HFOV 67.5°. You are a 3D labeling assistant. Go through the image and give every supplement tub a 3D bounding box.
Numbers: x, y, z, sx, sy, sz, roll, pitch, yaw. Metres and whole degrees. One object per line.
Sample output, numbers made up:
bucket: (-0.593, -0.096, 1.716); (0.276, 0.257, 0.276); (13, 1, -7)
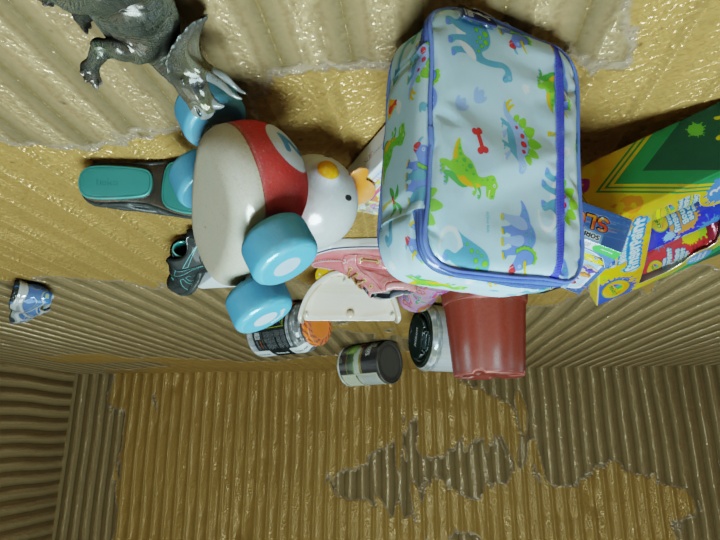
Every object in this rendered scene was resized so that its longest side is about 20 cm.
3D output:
supplement tub: (-0.176, 0.144, 1.328); (0.196, 0.126, 0.122); (-11, 161, 34)

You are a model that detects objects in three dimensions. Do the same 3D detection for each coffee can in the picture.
coffee can: (0.033, 0.336, 1.932); (0.197, 0.150, 0.145); (-14, 159, 40)

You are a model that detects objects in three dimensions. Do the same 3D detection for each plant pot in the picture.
plant pot: (0.261, 0.120, 1.118); (0.195, 0.201, 0.201); (-1, 164, 0)

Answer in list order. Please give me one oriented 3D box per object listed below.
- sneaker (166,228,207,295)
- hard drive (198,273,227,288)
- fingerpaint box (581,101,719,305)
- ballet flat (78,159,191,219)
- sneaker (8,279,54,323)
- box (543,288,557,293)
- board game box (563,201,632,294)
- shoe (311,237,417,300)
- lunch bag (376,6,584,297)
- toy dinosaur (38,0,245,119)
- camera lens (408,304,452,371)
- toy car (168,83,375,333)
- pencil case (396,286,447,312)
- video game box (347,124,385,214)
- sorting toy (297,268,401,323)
sneaker: (-0.287, -0.020, 0.897); (0.078, 0.077, 0.198); (23, 144, -33)
hard drive: (-0.201, -0.003, 0.969); (0.129, 0.027, 0.199); (-3, 167, -34)
fingerpaint box: (0.322, -0.059, 0.588); (0.164, 0.075, 0.200); (-24, 147, 10)
ballet flat: (-0.230, -0.096, 0.638); (0.195, 0.070, 0.068); (8, 175, 6)
sneaker: (-0.724, 0.078, 1.187); (0.075, 0.078, 0.199); (13, 161, -26)
box: (0.303, -0.008, 0.949); (0.195, 0.050, 0.161); (8, 159, -25)
board game box: (0.149, -0.047, 0.545); (0.196, 0.035, 0.136); (23, 167, 14)
shoe: (0.000, 0.000, 0.898); (0.195, 0.093, 0.072); (-4, 164, 12)
lunch bag: (0.098, -0.086, 0.417); (0.157, 0.206, 0.082); (9, 169, -24)
toy dinosaur: (-0.164, -0.183, 0.355); (0.100, 0.079, 0.200); (-15, 156, 9)
camera lens: (0.228, 0.172, 1.356); (0.195, 0.164, 0.160); (5, 163, -18)
toy car: (-0.061, -0.075, 0.535); (0.197, 0.187, 0.178); (-19, 158, -32)
pencil case: (0.123, 0.016, 0.978); (0.085, 0.090, 0.200); (2, 163, -8)
video game box: (0.090, -0.110, 0.612); (0.178, 0.048, 0.199); (6, 162, -23)
sorting toy: (-0.024, 0.057, 1.099); (0.194, 0.110, 0.180); (0, 171, -3)
